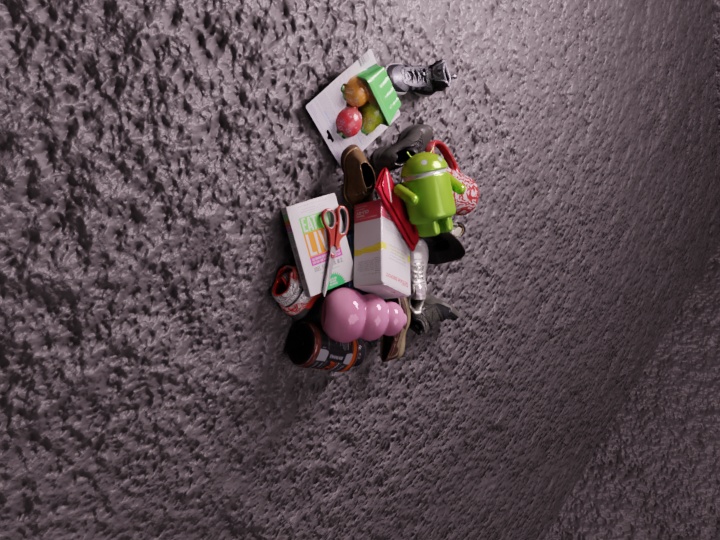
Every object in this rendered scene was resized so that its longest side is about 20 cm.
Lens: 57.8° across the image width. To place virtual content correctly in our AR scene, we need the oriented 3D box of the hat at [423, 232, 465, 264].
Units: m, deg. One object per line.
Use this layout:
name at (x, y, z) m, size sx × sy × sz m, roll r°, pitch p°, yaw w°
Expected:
hat at (0.183, -0.099, 1.694) m, size 0.201 × 0.198 × 0.082 m, roll 46°, pitch 52°, yaw -44°

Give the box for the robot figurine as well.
robot figurine at (0.158, -0.184, 1.533) m, size 0.173 × 0.115 × 0.204 m, roll -15°, pitch 97°, yaw -29°

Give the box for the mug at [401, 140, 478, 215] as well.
mug at (0.225, -0.229, 1.705) m, size 0.198 × 0.133 × 0.180 m, roll 7°, pitch 112°, yaw -49°

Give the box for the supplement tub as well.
supplement tub at (-0.075, 0.189, 1.580) m, size 0.198 × 0.106 × 0.109 m, roll 16°, pitch 94°, yaw -46°

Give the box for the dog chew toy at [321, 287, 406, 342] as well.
dog chew toy at (0.011, 0.107, 1.509) m, size 0.196 × 0.125 × 0.127 m, roll 6°, pitch 103°, yaw -12°

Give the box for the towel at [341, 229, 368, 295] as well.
towel at (0.000, 0.000, 1.595) m, size 0.111 × 0.048 × 0.204 m, roll -12°, pitch 99°, yaw -43°

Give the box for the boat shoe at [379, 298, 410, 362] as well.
boat shoe at (0.079, 0.145, 1.691) m, size 0.071 × 0.072 × 0.203 m, roll -17°, pitch 123°, yaw -41°

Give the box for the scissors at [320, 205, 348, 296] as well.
scissors at (-0.056, -0.044, 1.458) m, size 0.072 × 0.014 × 0.204 m, roll 0°, pitch 88°, yaw -38°

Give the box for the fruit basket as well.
fruit basket at (-0.014, -0.361, 1.467) m, size 0.199 × 0.094 × 0.186 m, roll -41°, pitch 131°, yaw -6°

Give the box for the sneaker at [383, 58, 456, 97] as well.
sneaker at (0.141, -0.460, 1.538) m, size 0.198 × 0.113 × 0.077 m, roll -8°, pitch 91°, yaw -45°

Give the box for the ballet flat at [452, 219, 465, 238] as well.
ballet flat at (0.221, -0.115, 1.790) m, size 0.198 × 0.072 × 0.074 m, roll 0°, pitch 105°, yaw -45°

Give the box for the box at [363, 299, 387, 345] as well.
box at (0.050, 0.075, 1.712) m, size 0.201 × 0.037 × 0.137 m, roll -51°, pitch 134°, yaw -19°

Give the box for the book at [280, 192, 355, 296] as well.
book at (-0.094, -0.058, 1.466) m, size 0.132 × 0.048 × 0.203 m, roll -21°, pitch 100°, yaw -35°

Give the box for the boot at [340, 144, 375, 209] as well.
boot at (0.003, -0.192, 1.514) m, size 0.073 × 0.076 × 0.201 m, roll -33°, pitch 145°, yaw -14°

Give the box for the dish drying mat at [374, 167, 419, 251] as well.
dish drying mat at (0.092, -0.142, 1.537) m, size 0.201 × 0.018 × 0.078 m, roll 56°, pitch 36°, yaw -34°

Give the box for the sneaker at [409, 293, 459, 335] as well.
sneaker at (0.199, 0.131, 1.859) m, size 0.198 × 0.076 × 0.116 m, roll 21°, pitch 92°, yaw -44°

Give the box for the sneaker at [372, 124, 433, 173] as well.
sneaker at (0.122, -0.298, 1.605) m, size 0.200 × 0.090 × 0.077 m, roll -42°, pitch 121°, yaw -28°

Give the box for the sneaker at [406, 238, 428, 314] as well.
sneaker at (0.149, 0.017, 1.672) m, size 0.074 × 0.100 × 0.203 m, roll -5°, pitch 118°, yaw -19°

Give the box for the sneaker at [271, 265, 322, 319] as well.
sneaker at (-0.120, 0.006, 1.495) m, size 0.203 × 0.067 × 0.108 m, roll -54°, pitch 137°, yaw -12°

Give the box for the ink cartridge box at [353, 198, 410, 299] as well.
ink cartridge box at (0.052, -0.046, 1.542) m, size 0.145 × 0.082 × 0.204 m, roll 25°, pitch 61°, yaw -56°
